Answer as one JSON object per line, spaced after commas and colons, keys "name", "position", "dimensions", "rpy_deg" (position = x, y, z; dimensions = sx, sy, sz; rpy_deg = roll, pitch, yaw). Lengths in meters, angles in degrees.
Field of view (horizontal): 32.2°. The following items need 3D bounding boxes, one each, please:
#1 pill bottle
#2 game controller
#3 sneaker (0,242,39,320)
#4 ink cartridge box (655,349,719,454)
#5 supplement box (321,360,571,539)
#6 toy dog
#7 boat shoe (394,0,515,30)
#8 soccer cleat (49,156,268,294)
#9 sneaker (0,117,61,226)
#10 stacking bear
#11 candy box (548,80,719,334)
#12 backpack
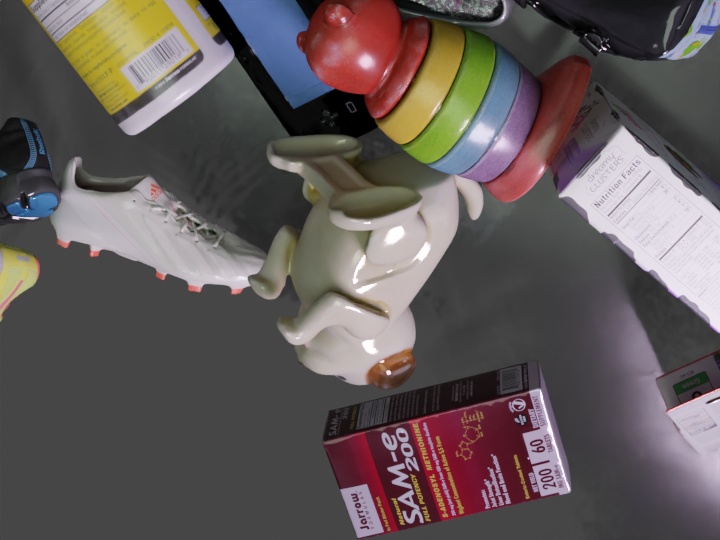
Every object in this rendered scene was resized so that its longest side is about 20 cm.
{"name": "pill bottle", "position": [-0.197, -0.215, 0.966], "dimensions": [0.111, 0.111, 0.201], "rpy_deg": [-32, 105, 16]}
{"name": "game controller", "position": [-0.058, -0.187, 0.984], "dimensions": [0.104, 0.042, 0.201], "rpy_deg": [-15, 117, 46]}
{"name": "sneaker", "position": [-0.355, 0.033, 1.097], "dimensions": [0.199, 0.090, 0.079], "rpy_deg": [-27, 73, 34]}
{"name": "ink cartridge box", "position": [0.299, 0.092, 1.001], "dimensions": [0.108, 0.200, 0.051], "rpy_deg": [-26, 65, 14]}
{"name": "supplement box", "position": [0.077, 0.161, 1.112], "dimensions": [0.199, 0.061, 0.110], "rpy_deg": [-15, 109, 12]}
{"name": "toy dog", "position": [0.000, 0.000, 1.020], "dimensions": [0.139, 0.193, 0.201], "rpy_deg": [37, 129, 37]}
{"name": "boat shoe", "position": [0.023, -0.229, 0.963], "dimensions": [0.199, 0.069, 0.072], "rpy_deg": [23, 112, -3]}
{"name": "soccer cleat", "position": [-0.167, -0.037, 1.057], "dimensions": [0.198, 0.069, 0.078], "rpy_deg": [16, 109, 2]}
{"name": "sneaker", "position": [-0.342, -0.064, 1.071], "dimensions": [0.199, 0.073, 0.083], "rpy_deg": [-19, 74, 20]}
{"name": "stacking bear", "position": [0.050, -0.143, 0.933], "dimensions": [0.199, 0.121, 0.114], "rpy_deg": [26, 74, -17]}
{"name": "candy box", "position": [0.239, -0.043, 0.961], "dimensions": [0.200, 0.168, 0.072], "rpy_deg": [39, 108, -9]}
{"name": "backpack", "position": [0.198, -0.217, 0.885], "dimensions": [0.163, 0.200, 0.154], "rpy_deg": [36, 100, 24]}
